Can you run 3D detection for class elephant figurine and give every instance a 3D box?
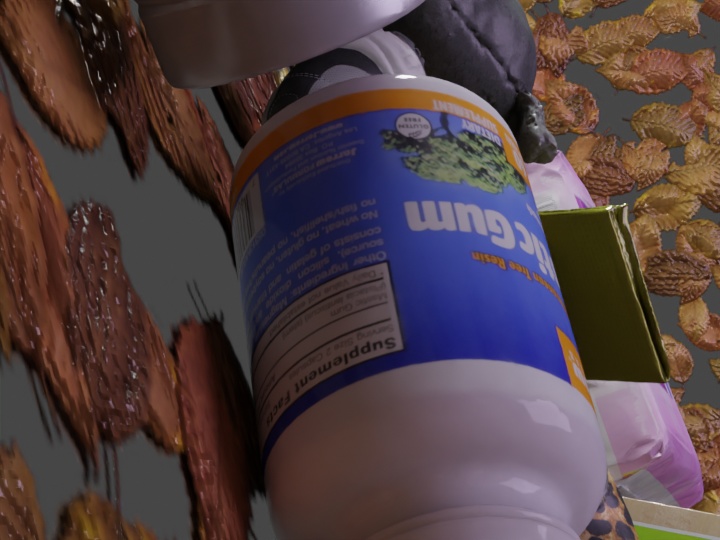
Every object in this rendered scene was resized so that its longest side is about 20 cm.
[{"bbox_3d":[0.006,-0.160,0.845,0.142,0.154,0.200,-79,153,-43],"label":"elephant figurine"}]

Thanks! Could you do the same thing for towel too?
[{"bbox_3d":[0.069,0.013,0.820,0.200,0.018,0.086,-3,-69,55],"label":"towel"}]

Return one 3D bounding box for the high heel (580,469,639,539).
[{"bbox_3d":[0.080,0.058,0.758,0.200,0.071,0.143,49,-35,25],"label":"high heel"}]

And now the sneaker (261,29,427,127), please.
[{"bbox_3d":[0.000,0.000,0.713,0.079,0.074,0.201,-45,128,-46],"label":"sneaker"}]

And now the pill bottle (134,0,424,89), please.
[{"bbox_3d":[-0.052,-0.163,0.496,0.120,0.119,0.201,-82,154,-71],"label":"pill bottle"}]

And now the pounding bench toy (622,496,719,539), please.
[{"bbox_3d":[0.140,0.242,0.858,0.201,0.124,0.156,-67,150,-30],"label":"pounding bench toy"}]

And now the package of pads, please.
[{"bbox_3d":[0.126,0.043,0.963,0.121,0.075,0.201,45,26,-62],"label":"package of pads"}]

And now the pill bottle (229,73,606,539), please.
[{"bbox_3d":[0.019,0.040,0.563,0.112,0.111,0.201,62,13,-49],"label":"pill bottle"}]
